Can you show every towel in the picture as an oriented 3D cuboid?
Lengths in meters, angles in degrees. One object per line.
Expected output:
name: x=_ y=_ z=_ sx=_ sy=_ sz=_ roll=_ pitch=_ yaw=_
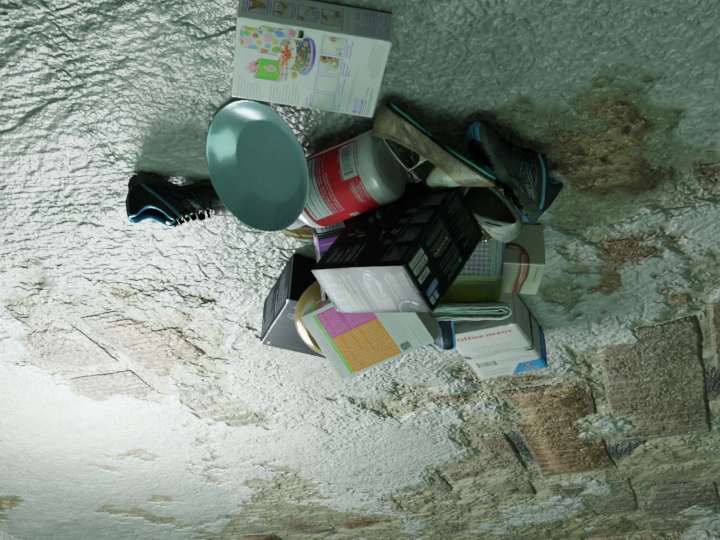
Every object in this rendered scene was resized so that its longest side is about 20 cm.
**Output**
towel: x=0.167 y=-0.046 z=1.455 sx=0.142 sy=0.023 sz=0.202 roll=0 pitch=106 yaw=1
towel: x=0.176 y=0.068 z=1.520 sx=0.148 sy=0.031 sz=0.200 roll=0 pitch=180 yaw=2

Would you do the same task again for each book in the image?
book: x=0.013 y=0.088 z=1.451 sx=0.199 sy=0.048 sz=0.134 roll=-25 pitch=109 yaw=36

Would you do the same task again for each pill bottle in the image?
pill bottle: x=-0.039 y=-0.132 z=1.361 sx=0.199 sy=0.113 sz=0.112 roll=-18 pitch=142 yaw=30

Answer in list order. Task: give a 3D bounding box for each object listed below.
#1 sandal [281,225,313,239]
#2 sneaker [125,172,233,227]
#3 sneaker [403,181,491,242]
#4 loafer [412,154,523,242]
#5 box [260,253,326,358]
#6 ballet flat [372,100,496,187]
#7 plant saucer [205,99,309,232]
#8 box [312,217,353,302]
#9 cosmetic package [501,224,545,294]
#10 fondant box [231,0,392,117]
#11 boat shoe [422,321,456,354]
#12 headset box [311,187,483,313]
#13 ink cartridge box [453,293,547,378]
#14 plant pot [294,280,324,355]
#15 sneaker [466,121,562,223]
sandal: x=-0.042 y=-0.089 z=1.485 sx=0.198 sy=0.054 sz=0.080 roll=-10 pitch=168 yaw=-9
sneaker: x=-0.284 y=-0.102 z=1.455 sx=0.198 sy=0.082 sz=0.073 roll=4 pitch=146 yaw=-5
sneaker: x=0.122 y=-0.108 z=1.402 sx=0.199 sy=0.076 sz=0.071 roll=21 pitch=159 yaw=8
loafer: x=0.161 y=-0.121 z=1.328 sx=0.200 sy=0.070 sz=0.070 roll=37 pitch=171 yaw=14
box: x=-0.070 y=0.077 z=1.697 sx=0.199 sy=0.105 sz=0.182 roll=15 pitch=144 yaw=-18
ballet flat: x=0.101 y=-0.163 z=1.283 sx=0.199 sy=0.068 sz=0.067 roll=37 pitch=103 yaw=5
plant saucer: x=-0.145 y=-0.158 z=1.323 sx=0.200 sy=0.039 sz=0.202 roll=17 pitch=120 yaw=31
box: x=0.000 y=0.000 z=1.488 sx=0.142 sy=0.036 sz=0.201 roll=-13 pitch=126 yaw=-10
cosmetic package: x=0.212 y=-0.021 z=1.537 sx=0.198 sy=0.088 sz=0.104 roll=1 pitch=146 yaw=2
fondant box: x=-0.067 y=-0.284 z=1.177 sx=0.198 sy=0.059 sz=0.145 roll=7 pitch=147 yaw=-8
boat shoe: x=0.128 y=0.109 z=1.662 sx=0.068 sy=0.085 sz=0.200 roll=-5 pitch=-172 yaw=-9
headset box: x=0.049 y=-0.026 z=1.316 sx=0.199 sy=0.174 sz=0.093 roll=-3 pitch=129 yaw=43
ink cartridge box: x=0.271 y=0.128 z=1.768 sx=0.145 sy=0.085 sz=0.200 roll=-13 pitch=144 yaw=24
plant pot: x=-0.019 y=0.088 z=1.595 sx=0.198 sy=0.028 sz=0.201 roll=-4 pitch=125 yaw=-6
sneaker: x=0.231 y=-0.163 z=1.338 sx=0.082 sy=0.073 sz=0.200 roll=-43 pitch=127 yaw=2
